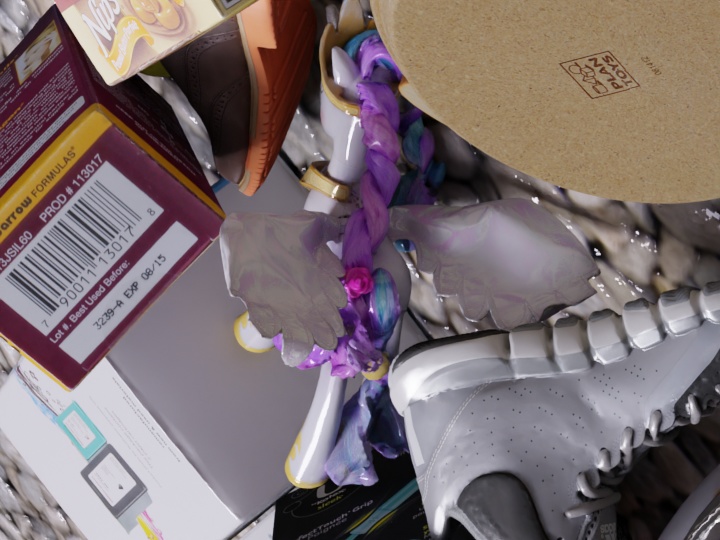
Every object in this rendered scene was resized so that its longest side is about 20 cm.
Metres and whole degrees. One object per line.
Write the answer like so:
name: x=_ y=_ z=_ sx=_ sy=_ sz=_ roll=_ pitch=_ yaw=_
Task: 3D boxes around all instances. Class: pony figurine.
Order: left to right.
pony figurine: x=0.000 y=0.000 z=1.269 sx=0.193 sy=0.166 sz=0.200 roll=-112 pitch=27 yaw=-46

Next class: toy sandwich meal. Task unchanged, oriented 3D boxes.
toy sandwich meal: x=0.097 y=-0.096 z=1.040 sx=0.205 sy=0.070 sz=0.205 roll=14 pitch=149 yaw=9

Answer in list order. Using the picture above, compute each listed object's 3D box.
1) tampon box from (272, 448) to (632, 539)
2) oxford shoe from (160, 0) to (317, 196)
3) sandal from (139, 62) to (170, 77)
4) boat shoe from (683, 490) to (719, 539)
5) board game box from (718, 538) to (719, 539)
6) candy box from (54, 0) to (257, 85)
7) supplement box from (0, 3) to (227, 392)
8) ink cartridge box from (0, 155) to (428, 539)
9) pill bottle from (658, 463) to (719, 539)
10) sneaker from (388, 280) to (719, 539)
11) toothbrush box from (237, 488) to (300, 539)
tampon box: x=0.050 y=0.159 z=1.283 sx=0.126 sy=0.150 sz=0.200 roll=61 pitch=-172 yaw=-14
oxford shoe: x=-0.063 y=-0.109 z=1.290 sx=0.073 sy=0.071 sz=0.200 roll=16 pitch=146 yaw=8
sandal: x=-0.140 y=-0.178 z=1.362 sx=0.200 sy=0.079 sz=0.087 roll=60 pitch=175 yaw=0
boat shoe: x=0.190 y=0.086 z=1.063 sx=0.201 sy=0.061 sz=0.072 roll=-35 pitch=77 yaw=35
board game box: x=0.163 y=0.156 z=1.058 sx=0.120 sy=0.032 sz=0.200 roll=26 pitch=127 yaw=-17
candy box: x=-0.012 y=-0.150 z=1.043 sx=0.055 sy=0.200 sz=0.115 roll=57 pitch=154 yaw=-6
supplement box: x=-0.142 y=-0.040 z=1.326 sx=0.086 sy=0.110 sz=0.200 roll=42 pitch=-173 yaw=-22
ink cartridge box: x=-0.083 y=0.060 z=1.476 sx=0.146 sy=0.147 sz=0.200 roll=51 pitch=154 yaw=3
pill bottle: x=0.221 y=0.164 z=1.149 sx=0.200 sy=0.112 sz=0.112 roll=36 pitch=149 yaw=31
sneaker: x=0.114 y=0.073 z=1.133 sx=0.200 sy=0.075 sz=0.116 roll=-12 pitch=78 yaw=21
toothbrush box: x=-0.047 y=0.185 z=1.495 sx=0.086 sy=0.146 sz=0.200 roll=50 pitch=179 yaw=6
